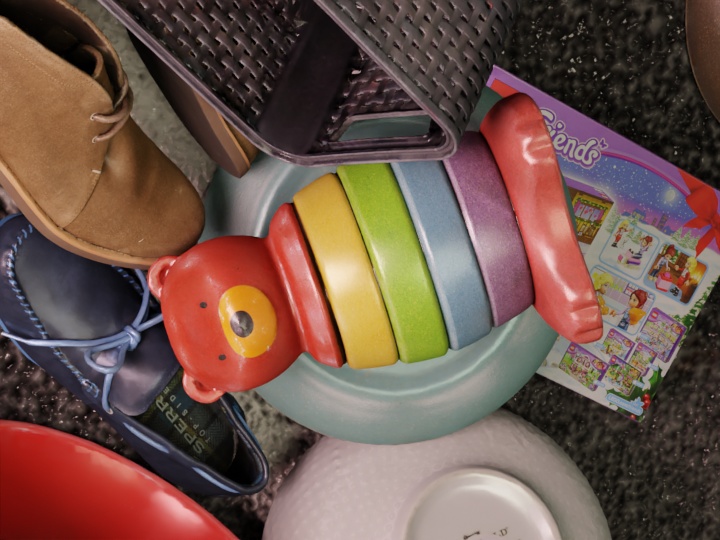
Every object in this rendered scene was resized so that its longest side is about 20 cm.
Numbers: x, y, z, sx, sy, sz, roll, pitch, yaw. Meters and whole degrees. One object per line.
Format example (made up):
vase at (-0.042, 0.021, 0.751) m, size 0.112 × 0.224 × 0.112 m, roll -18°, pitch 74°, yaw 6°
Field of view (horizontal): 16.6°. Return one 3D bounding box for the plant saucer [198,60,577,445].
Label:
plant saucer at (0.016, -0.008, 1.266) m, size 0.198 × 0.036 × 0.202 m, roll 0°, pitch 93°, yaw -3°

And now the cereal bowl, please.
cereal bowl at (0.050, 0.158, 1.309) m, size 0.198 × 0.083 × 0.202 m, roll 6°, pitch 71°, yaw -18°

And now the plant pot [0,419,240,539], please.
plant pot at (-0.161, 0.202, 1.230) m, size 0.199 × 0.201 × 0.178 m, roll 23°, pitch 108°, yaw -30°

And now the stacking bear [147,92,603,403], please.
stacking bear at (0.000, 0.000, 1.189) m, size 0.198 × 0.114 × 0.122 m, roll -19°, pitch 103°, yaw -3°

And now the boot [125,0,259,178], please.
boot at (-0.082, -0.140, 1.201) m, size 0.075 × 0.073 × 0.201 m, roll -32°, pitch 116°, yaw -18°

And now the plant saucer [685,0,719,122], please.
plant saucer at (0.275, -0.153, 1.386) m, size 0.199 × 0.032 × 0.202 m, roll -9°, pitch 112°, yaw -23°

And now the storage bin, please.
storage bin at (-0.036, -0.143, 1.117) m, size 0.200 × 0.135 × 0.094 m, roll 41°, pitch 62°, yaw -35°

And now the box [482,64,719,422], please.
box at (0.106, -0.016, 1.350) m, size 0.199 × 0.039 × 0.138 m, roll 26°, pitch 96°, yaw -30°

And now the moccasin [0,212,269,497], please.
moccasin at (-0.108, 0.041, 1.247) m, size 0.200 × 0.068 × 0.081 m, roll 44°, pitch 71°, yaw -35°

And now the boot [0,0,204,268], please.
boot at (-0.131, -0.066, 1.160) m, size 0.075 × 0.074 × 0.200 m, roll -22°, pitch 138°, yaw 31°
